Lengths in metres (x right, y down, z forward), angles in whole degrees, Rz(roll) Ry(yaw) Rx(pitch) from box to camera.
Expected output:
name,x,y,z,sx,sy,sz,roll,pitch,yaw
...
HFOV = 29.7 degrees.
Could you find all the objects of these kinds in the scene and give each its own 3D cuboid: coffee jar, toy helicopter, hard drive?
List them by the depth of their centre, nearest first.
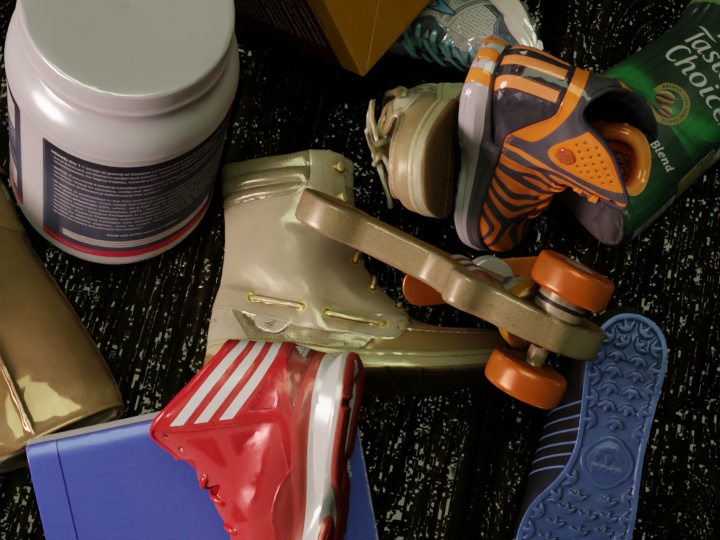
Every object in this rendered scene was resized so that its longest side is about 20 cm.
name,x,y,z,sx,sy,sz,roll,pitch,yaw
toy helicopter,0.054,-0.001,0.811,0.198,0.132,0.080,26,100,6
hard drive,-0.092,0.148,0.831,0.197,0.025,0.134,-11,101,-5
coffee jar,0.218,-0.114,0.923,0.199,0.085,0.105,-37,76,-13

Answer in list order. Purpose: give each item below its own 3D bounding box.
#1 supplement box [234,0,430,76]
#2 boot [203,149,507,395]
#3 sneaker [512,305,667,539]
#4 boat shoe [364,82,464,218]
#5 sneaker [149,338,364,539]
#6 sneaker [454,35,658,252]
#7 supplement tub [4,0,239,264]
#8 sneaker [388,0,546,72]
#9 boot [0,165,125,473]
name,x,y,z,sx,sy,sz,roll,pitch,yaw
supplement box,-0.059,-0.266,0.877,0.199,0.198,0.133,28,70,39
boot,0.000,0.000,0.891,0.196,0.073,0.158,1,70,3
sneaker,0.144,0.121,0.857,0.069,0.078,0.203,20,93,4
boat shoe,0.032,-0.080,0.867,0.062,0.200,0.075,5,104,7
sneaker,-0.067,0.132,0.795,0.114,0.078,0.203,13,101,10
sneaker,0.120,-0.056,0.836,0.111,0.201,0.078,19,69,15
supplement tub,-0.150,-0.105,0.844,0.138,0.200,0.142,5,64,-11
sneaker,0.059,-0.169,0.943,0.086,0.078,0.201,-36,57,-4
boot,-0.270,0.039,0.877,0.173,0.066,0.202,-26,75,-8
